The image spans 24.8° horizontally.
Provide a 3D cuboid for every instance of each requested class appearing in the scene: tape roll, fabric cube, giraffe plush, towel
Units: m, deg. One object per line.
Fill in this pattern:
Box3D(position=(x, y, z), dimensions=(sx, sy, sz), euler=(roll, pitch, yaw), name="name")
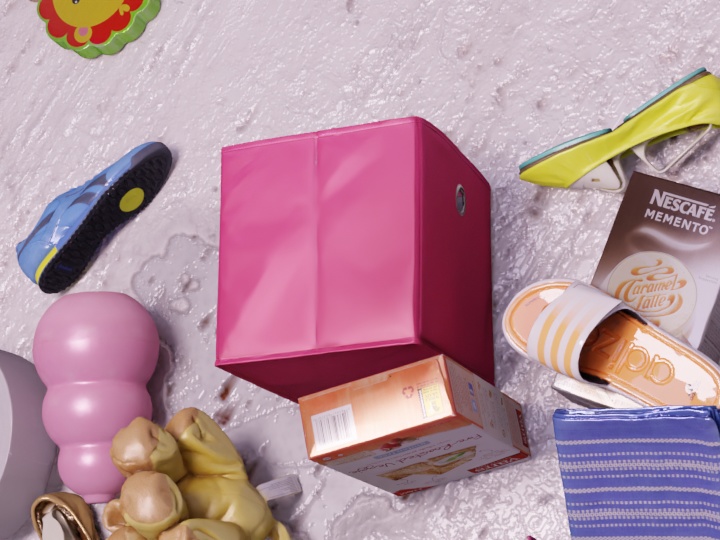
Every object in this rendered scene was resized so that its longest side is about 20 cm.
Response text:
Box3D(position=(-0.395, 0.174, 1.646), dimensions=(0.199, 0.066, 0.202), euler=(-10, 72, 34), name="tape roll")
Box3D(position=(0.000, 0.000, 1.462), dimensions=(0.198, 0.196, 0.201), euler=(-7, 71, 22), name="fabric cube")
Box3D(position=(-0.172, 0.237, 1.498), dimensions=(0.162, 0.199, 0.174), euler=(-39, 55, 29), name="giraffe plush")
Box3D(position=(0.235, 0.203, 1.328), dimensions=(0.144, 0.024, 0.202), euler=(-4, 105, 26), name="towel")

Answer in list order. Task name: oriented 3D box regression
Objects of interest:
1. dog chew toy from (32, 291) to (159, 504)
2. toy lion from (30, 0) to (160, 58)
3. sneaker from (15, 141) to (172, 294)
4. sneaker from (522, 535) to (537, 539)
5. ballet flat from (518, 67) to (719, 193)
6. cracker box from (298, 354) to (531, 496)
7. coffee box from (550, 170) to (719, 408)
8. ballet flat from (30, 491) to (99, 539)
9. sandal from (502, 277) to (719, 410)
Box3D(position=(-0.255, 0.124, 1.592), dimensions=(0.123, 0.124, 0.202), euler=(-8, 79, 23), name="dog chew toy")
Box3D(position=(-0.289, -0.339, 1.787), dimensions=(0.191, 0.069, 0.201), euler=(29, 87, 22), name="toy lion")
Box3D(position=(-0.281, -0.070, 1.692), dimensions=(0.200, 0.066, 0.079), euler=(-46, 57, 6), name="sneaker")
Box3D(position=(0.123, 0.328, 1.373), dimensions=(0.088, 0.081, 0.202), euler=(-14, 60, 22), name="sneaker")
Box3D(position=(0.239, -0.108, 1.464), dimensions=(0.199, 0.067, 0.067), euler=(-27, 85, 13), name="ballet flat")
Box3D(position=(0.050, 0.136, 1.393), dimensions=(0.133, 0.200, 0.058), euler=(-19, 68, 19), name="cracker box")
Box3D(position=(0.255, 0.031, 1.398), dimensions=(0.114, 0.080, 0.202), euler=(18, 83, 28), name="coffee box")
Box3D(position=(-0.266, 0.300, 1.569), dimensions=(0.068, 0.063, 0.201), euler=(-38, 62, 10), name="ballet flat")
Box3D(position=(0.204, 0.059, 1.333), dimensions=(0.206, 0.059, 0.080), euler=(24, 87, 29), name="sandal")
